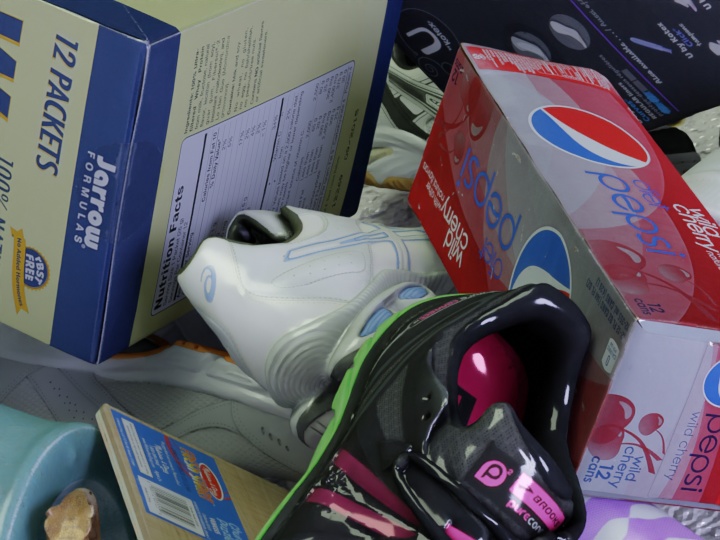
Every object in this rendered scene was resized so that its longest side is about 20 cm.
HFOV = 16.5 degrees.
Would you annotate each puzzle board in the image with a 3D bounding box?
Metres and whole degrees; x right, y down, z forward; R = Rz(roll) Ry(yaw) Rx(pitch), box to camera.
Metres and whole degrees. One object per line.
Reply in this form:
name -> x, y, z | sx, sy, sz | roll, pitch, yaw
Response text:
puzzle board -> -0.012, 0.123, 0.831 | 0.017, 0.151, 0.200 | -57, 25, 12

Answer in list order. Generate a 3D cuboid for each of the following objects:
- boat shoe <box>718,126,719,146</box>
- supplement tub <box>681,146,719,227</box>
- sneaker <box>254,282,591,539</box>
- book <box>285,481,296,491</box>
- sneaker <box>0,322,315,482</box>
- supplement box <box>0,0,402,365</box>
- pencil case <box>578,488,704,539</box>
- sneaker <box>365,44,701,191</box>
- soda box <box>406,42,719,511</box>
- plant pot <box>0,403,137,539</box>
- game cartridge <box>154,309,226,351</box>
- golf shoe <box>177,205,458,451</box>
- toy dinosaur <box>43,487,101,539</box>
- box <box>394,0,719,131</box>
boat shoe -> 0.226, -0.071, 1.061 | 0.200, 0.072, 0.068 | -20, 20, -31
supplement tub -> 0.209, -0.021, 0.929 | 0.200, 0.132, 0.132 | -34, 30, -25
sneaker -> 0.018, 0.078, 0.728 | 0.084, 0.077, 0.200 | -29, 34, 46
book -> 0.077, 0.038, 1.009 | 0.133, 0.048, 0.200 | 3, 34, 44
sneaker -> -0.075, 0.073, 0.982 | 0.200, 0.076, 0.092 | 12, 85, 38
supplement box -> -0.120, -0.087, 1.004 | 0.200, 0.134, 0.200 | 23, 28, 22
pencil case -> 0.064, 0.107, 0.805 | 0.085, 0.084, 0.200 | -29, 41, -34
sneaker -> 0.071, -0.076, 1.152 | 0.200, 0.088, 0.076 | 9, 8, 42
soda box -> 0.078, -0.002, 0.850 | 0.063, 0.070, 0.200 | 8, 28, -20
plant pot -> -0.184, 0.121, 0.898 | 0.188, 0.200, 0.200 | 1, 33, 18
game cartridge -> -0.062, 0.028, 1.100 | 0.130, 0.038, 0.200 | -45, 28, 2
golf shoe -> 0.000, 0.000, 0.941 | 0.078, 0.097, 0.200 | -55, -10, 17
toy dinosaur -> -0.058, 0.169, 0.819 | 0.060, 0.200, 0.106 | -34, -11, -14
box -> 0.117, -0.133, 1.016 | 0.122, 0.106, 0.200 | -54, 18, -28
